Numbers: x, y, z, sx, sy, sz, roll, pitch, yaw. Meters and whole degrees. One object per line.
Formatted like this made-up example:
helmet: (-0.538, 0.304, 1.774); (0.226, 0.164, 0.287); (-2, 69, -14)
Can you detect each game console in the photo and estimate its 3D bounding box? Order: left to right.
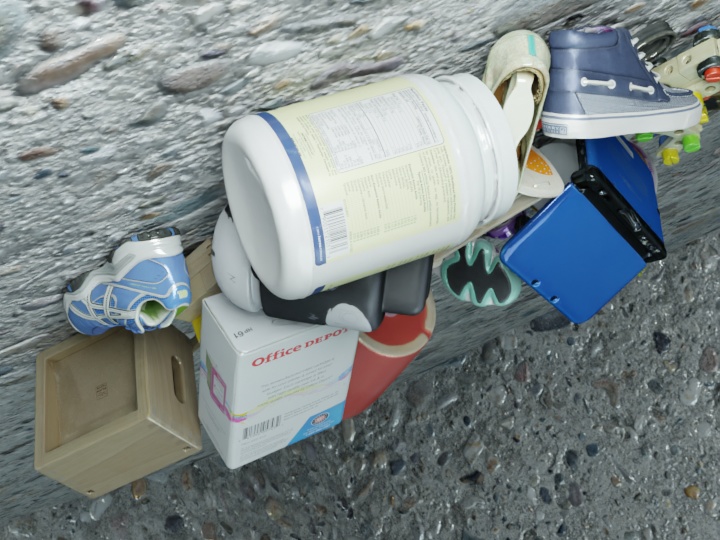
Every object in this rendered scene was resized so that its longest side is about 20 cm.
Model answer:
game console: (0.236, -0.064, 1.104); (0.118, 0.171, 0.200); (-19, 146, 30)

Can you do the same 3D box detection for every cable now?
cable: (0.207, -0.167, 0.958); (0.200, 0.050, 0.097); (-17, 147, -13)

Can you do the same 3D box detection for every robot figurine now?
robot figurine: (-0.034, -0.014, 0.931); (0.199, 0.125, 0.150); (9, 154, 7)

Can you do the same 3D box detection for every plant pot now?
plant pot: (-0.009, 0.070, 1.293); (0.200, 0.201, 0.177); (-14, 165, -36)

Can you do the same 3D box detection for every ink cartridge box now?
ink cartridge box: (-0.087, 0.098, 1.078); (0.144, 0.085, 0.200); (-19, 144, -27)

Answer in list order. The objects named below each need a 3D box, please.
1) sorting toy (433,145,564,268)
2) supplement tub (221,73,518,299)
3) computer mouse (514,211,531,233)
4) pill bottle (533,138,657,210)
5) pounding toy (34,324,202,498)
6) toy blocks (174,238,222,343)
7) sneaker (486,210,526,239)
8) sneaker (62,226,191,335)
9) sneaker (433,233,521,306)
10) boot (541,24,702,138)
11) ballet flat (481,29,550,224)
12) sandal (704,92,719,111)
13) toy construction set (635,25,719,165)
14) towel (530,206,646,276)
sorting toy: (0.059, -0.082, 1.006); (0.180, 0.107, 0.200); (-3, 161, -36)
supplement tub: (0.007, -0.071, 0.806); (0.200, 0.145, 0.145); (-18, 168, -20)
computer mouse: (0.167, -0.085, 1.123); (0.034, 0.059, 0.200); (7, 141, 20)
pill bottle: (0.274, -0.108, 1.233); (0.112, 0.112, 0.200); (-29, 167, 31)
pounding toy: (-0.262, 0.138, 1.206); (0.184, 0.200, 0.142); (-25, 140, 15)
toy blocks: (-0.107, 0.006, 1.092); (0.137, 0.100, 0.200); (-38, 150, 22)
sneaker: (0.153, -0.082, 1.184); (0.080, 0.089, 0.200); (-24, 168, 12)
sneaker: (-0.228, 0.030, 0.998); (0.076, 0.077, 0.200); (-15, 168, -40)
sneaker: (0.130, -0.024, 1.236); (0.140, 0.200, 0.078); (-10, 125, -53)
boot: (0.238, -0.170, 0.905); (0.200, 0.091, 0.073); (-13, -159, -41)
ballet flat: (0.114, -0.105, 0.869); (0.067, 0.062, 0.200); (3, 130, -5)
sandal: (0.414, -0.216, 1.178); (0.200, 0.054, 0.080); (-11, 167, 19)
toy construction set: (0.356, -0.191, 1.057); (0.131, 0.092, 0.200); (19, 135, -36)
towel: (0.256, -0.054, 1.268); (0.086, 0.200, 0.018); (2, 122, -48)
